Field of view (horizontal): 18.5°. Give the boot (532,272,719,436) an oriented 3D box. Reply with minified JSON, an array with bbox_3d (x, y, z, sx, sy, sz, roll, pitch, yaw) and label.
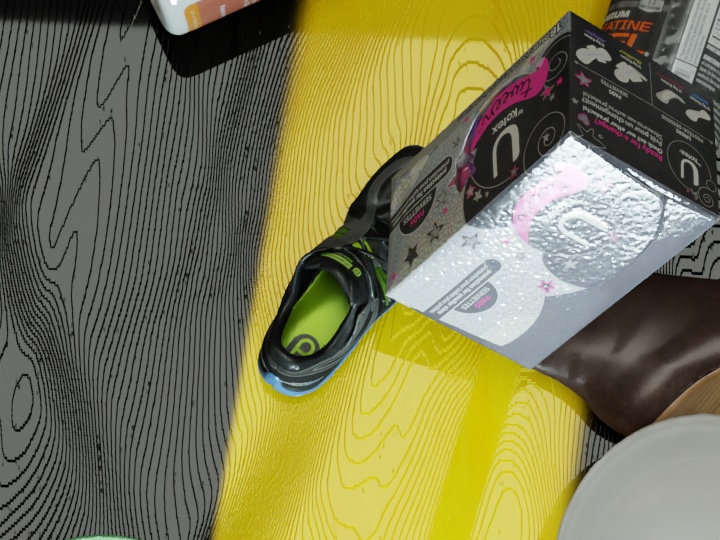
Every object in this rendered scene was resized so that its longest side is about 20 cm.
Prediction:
[{"bbox_3d":[0.220,0.021,1.543,0.166,0.072,0.201,32,84,2],"label":"boot"}]

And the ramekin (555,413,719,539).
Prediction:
[{"bbox_3d":[0.234,0.206,1.465,0.201,0.094,0.204,-13,63,27],"label":"ramekin"}]

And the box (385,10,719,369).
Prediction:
[{"bbox_3d":[0.122,-0.048,1.448,0.131,0.200,0.115,26,44,-24],"label":"box"}]

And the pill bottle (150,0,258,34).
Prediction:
[{"bbox_3d":[-0.067,-0.255,1.567,0.199,0.112,0.113,-24,81,-6],"label":"pill bottle"}]

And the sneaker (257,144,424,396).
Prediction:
[{"bbox_3d":[-0.001,0.000,1.536,0.071,0.083,0.200,35,78,6],"label":"sneaker"}]

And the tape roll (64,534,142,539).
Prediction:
[{"bbox_3d":[-0.176,0.282,1.498,0.198,0.048,0.202,0,79,-2],"label":"tape roll"}]

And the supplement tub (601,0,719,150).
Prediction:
[{"bbox_3d":[0.221,-0.160,1.560,0.106,0.107,0.202,19,79,2],"label":"supplement tub"}]
